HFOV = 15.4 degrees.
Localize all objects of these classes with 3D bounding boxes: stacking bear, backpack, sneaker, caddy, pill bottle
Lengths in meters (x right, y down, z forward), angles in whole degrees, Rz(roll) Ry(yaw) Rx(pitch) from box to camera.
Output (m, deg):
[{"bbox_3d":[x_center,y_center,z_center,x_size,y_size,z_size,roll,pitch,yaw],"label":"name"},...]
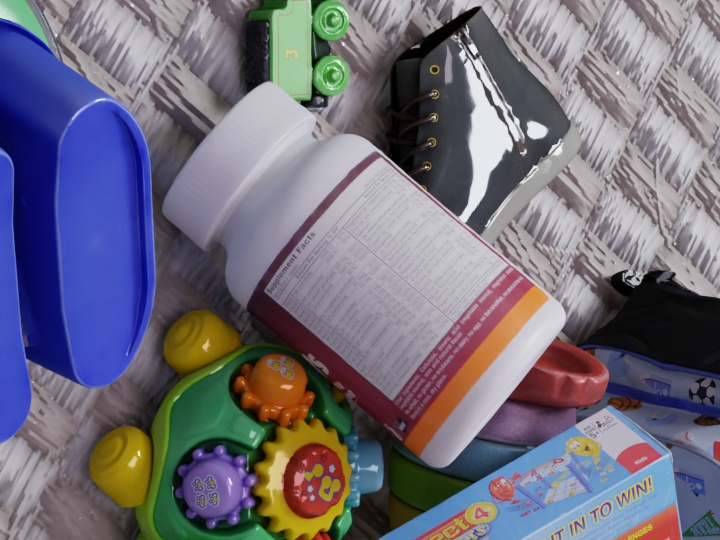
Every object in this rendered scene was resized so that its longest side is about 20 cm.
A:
[{"bbox_3d":[0.062,0.137,1.502,0.114,0.121,0.201,-34,136,-78],"label":"stacking bear"},{"bbox_3d":[0.221,0.117,1.585,0.154,0.199,0.191,-44,125,-23],"label":"backpack"},{"bbox_3d":[0.029,-0.053,1.491,0.200,0.075,0.106,-47,109,-29],"label":"sneaker"},{"bbox_3d":[-0.178,-0.019,1.244,0.141,0.105,0.201,-27,133,-35],"label":"caddy"},{"bbox_3d":[0.000,0.000,1.385,0.200,0.110,0.110,40,63,6],"label":"pill bottle"}]

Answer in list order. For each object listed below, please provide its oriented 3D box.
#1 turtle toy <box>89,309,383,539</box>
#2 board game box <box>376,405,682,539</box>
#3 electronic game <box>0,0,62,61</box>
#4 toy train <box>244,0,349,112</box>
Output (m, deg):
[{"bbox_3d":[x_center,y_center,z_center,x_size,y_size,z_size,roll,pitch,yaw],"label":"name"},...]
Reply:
[{"bbox_3d":[-0.062,0.125,1.399,0.146,0.101,0.201,45,66,-32],"label":"turtle toy"},{"bbox_3d":[0.086,0.204,1.449,0.199,0.056,0.197,-28,129,-20],"label":"board game box"},{"bbox_3d":[-0.226,-0.072,1.290,0.199,0.041,0.202,-3,95,-39],"label":"electronic game"},{"bbox_3d":[-0.037,-0.186,1.439,0.056,0.042,0.202,-3,95,-28],"label":"toy train"}]
